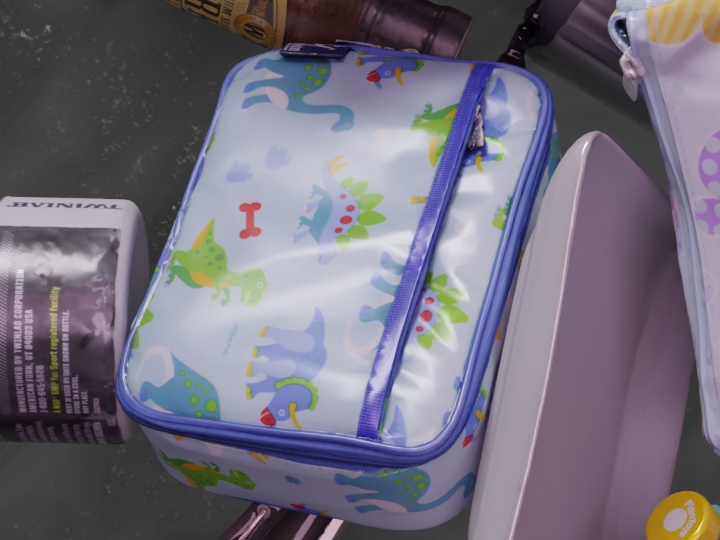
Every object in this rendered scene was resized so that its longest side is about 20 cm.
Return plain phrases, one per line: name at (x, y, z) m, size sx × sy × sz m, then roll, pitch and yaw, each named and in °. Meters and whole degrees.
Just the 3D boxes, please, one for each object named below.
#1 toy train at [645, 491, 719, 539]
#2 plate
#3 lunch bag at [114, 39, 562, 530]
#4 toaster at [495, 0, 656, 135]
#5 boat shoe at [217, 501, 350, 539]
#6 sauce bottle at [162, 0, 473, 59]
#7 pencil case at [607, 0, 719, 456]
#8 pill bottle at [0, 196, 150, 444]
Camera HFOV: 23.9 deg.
toy train at (0.192, 0.152, 0.713) m, size 0.198 × 0.056 × 0.152 m, roll -8°, pitch 111°, yaw -20°
plate at (0.094, 0.061, 0.708) m, size 0.032 × 0.199 × 0.203 m, roll 9°, pitch 83°, yaw 27°
lunch bag at (0.000, 0.000, 0.711) m, size 0.159 × 0.083 × 0.202 m, roll 10°, pitch 60°, yaw 20°
toaster at (0.160, -0.133, 0.759) m, size 0.128 × 0.114 × 0.201 m, roll 33°, pitch 84°, yaw -1°
boat shoe at (-0.015, 0.079, 0.752) m, size 0.057 × 0.067 × 0.201 m, roll 31°, pitch 81°, yaw 8°
sauce bottle at (-0.045, -0.138, 0.775) m, size 0.198 × 0.065 × 0.065 m, roll 24°, pitch 84°, yaw 2°
pencil case at (0.159, -0.025, 0.674) m, size 0.090 × 0.083 × 0.202 m, roll -25°, pitch 106°, yaw -32°
pill bottle at (-0.194, 0.020, 0.732) m, size 0.197 × 0.106 × 0.108 m, roll 2°, pitch 84°, yaw -1°
